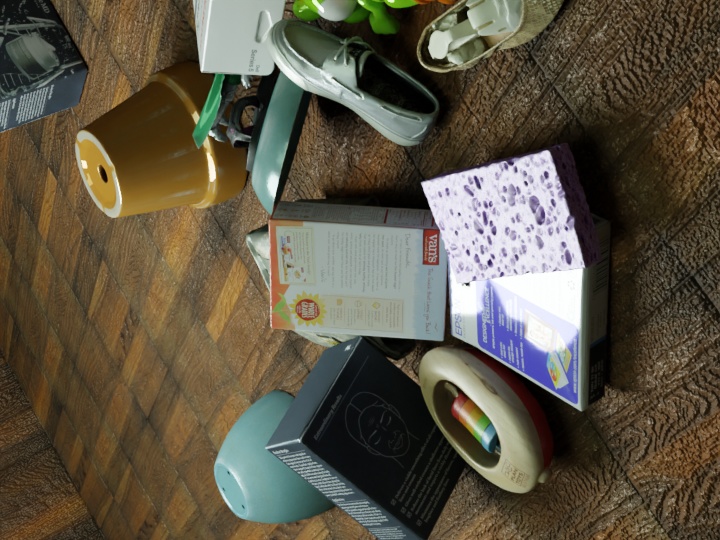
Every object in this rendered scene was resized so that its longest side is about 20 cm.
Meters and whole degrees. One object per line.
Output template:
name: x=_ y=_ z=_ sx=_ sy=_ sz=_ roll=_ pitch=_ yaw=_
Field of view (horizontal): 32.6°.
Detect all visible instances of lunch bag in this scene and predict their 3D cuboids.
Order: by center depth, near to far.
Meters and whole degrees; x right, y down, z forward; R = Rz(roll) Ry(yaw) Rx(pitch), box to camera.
lunch bag: x=-0.027 y=0.021 z=1.499 sx=0.163 sy=0.117 sz=0.202 roll=3 pitch=123 yaw=53

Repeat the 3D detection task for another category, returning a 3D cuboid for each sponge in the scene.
sponge: x=0.140 y=-0.050 z=1.179 sx=0.199 sy=0.030 sz=0.113 roll=-9 pitch=102 yaw=57

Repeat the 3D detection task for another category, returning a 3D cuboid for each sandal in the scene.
sandal: x=-0.133 y=-0.178 z=1.469 sx=0.201 sy=0.047 sz=0.076 roll=-92 pitch=15 yaw=-61

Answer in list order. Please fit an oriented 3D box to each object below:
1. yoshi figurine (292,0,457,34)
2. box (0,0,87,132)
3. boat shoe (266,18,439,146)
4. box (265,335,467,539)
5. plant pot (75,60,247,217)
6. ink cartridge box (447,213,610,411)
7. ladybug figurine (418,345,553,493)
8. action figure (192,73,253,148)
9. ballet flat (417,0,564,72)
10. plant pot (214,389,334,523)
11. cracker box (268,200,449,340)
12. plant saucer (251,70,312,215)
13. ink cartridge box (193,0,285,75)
yoshi figurine: x=0.017 y=-0.295 z=1.236 sx=0.198 sy=0.114 sz=0.112 roll=-4 pitch=148 yaw=45
box: x=-0.588 y=-0.350 z=2.033 sx=0.202 sy=0.195 sz=0.124 roll=59 pitch=149 yaw=10
boat shoe: x=-0.003 y=-0.208 z=1.276 sx=0.199 sy=0.071 sz=0.072 roll=32 pitch=150 yaw=-5
box: x=0.015 y=0.203 z=1.456 sx=0.199 sy=0.149 sz=0.107 roll=41 pitch=153 yaw=-14
plant pot: x=-0.284 y=-0.164 z=1.698 sx=0.200 sy=0.182 sz=0.203 roll=38 pitch=141 yaw=38
ink cartridge box: x=0.166 y=0.013 z=1.248 sx=0.199 sy=0.043 sz=0.201 roll=29 pitch=133 yaw=44
ladybug figurine: x=0.146 y=0.158 z=1.362 sx=0.200 sy=0.071 sz=0.137 roll=47 pitch=146 yaw=29
action figure: x=-0.156 y=-0.259 z=1.529 sx=0.119 sy=0.054 sz=0.202 roll=-87 pitch=15 yaw=-52
ballet flat: x=0.115 y=-0.227 z=1.130 sx=0.071 sy=0.065 sz=0.200 roll=63 pitch=150 yaw=3
plant pot: x=-0.143 y=0.303 z=1.873 sx=0.200 sy=0.134 sz=0.202 roll=38 pitch=142 yaw=38
cracker box: x=0.000 y=0.000 z=1.359 sx=0.196 sy=0.058 sz=0.136 roll=5 pitch=116 yaw=6
plant saucer: x=-0.087 y=-0.163 z=1.392 sx=0.035 sy=0.202 sz=0.201 roll=16 pitch=141 yaw=-1
ink cartridge box: x=-0.137 y=-0.336 z=1.353 sx=0.146 sy=0.083 sz=0.202 roll=106 pitch=158 yaw=-49
